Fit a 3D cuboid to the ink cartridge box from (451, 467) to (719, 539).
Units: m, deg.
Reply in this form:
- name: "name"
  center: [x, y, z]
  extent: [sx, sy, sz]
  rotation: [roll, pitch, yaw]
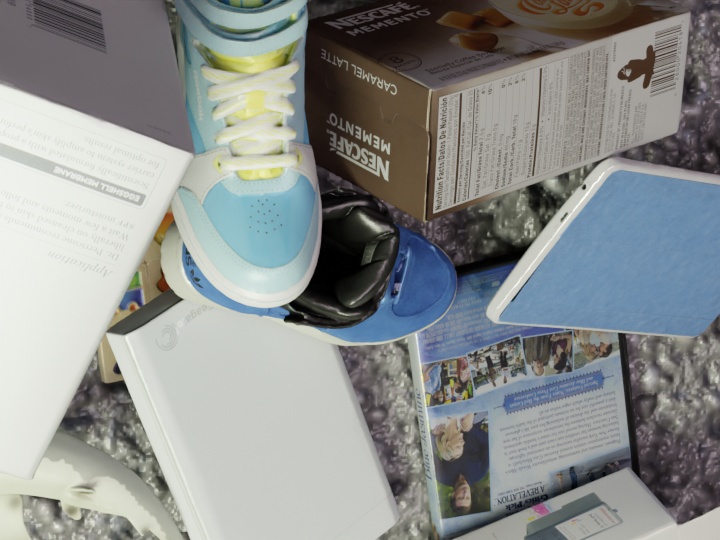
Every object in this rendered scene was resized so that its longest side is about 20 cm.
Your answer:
- name: "ink cartridge box"
  center: [0.136, 0.202, 1.408]
  extent: [0.200, 0.067, 0.117]
  rotation: [-20, 126, -15]

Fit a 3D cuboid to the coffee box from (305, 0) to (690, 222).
- name: "coffee box"
  center: [0.073, -0.106, 1.262]
  extent: [0.200, 0.114, 0.080]
  rotation: [-19, 125, -36]

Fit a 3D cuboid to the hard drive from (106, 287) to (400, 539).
- name: "hard drive"
  center: [-0.058, 0.092, 1.313]
  extent: [0.132, 0.026, 0.200]
  rotation: [-34, 115, -34]

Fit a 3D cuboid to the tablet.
- name: "tablet"
  center: [0.176, -0.011, 1.358]
  extent: [0.200, 0.014, 0.130]
  rotation: [5, 131, -44]

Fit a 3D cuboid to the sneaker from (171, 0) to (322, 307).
- name: "sneaker"
  center: [-0.058, -0.091, 1.139]
  extent: [0.079, 0.131, 0.200]
  rotation: [-6, 67, -9]

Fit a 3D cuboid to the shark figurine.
- name: "shark figurine"
  center: [-0.167, 0.107, 1.275]
  extent: [0.214, 0.090, 0.128]
  rotation: [19, 129, -18]

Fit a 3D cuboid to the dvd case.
- name: "dvd case"
  center: [0.103, 0.086, 1.411]
  extent: [0.143, 0.018, 0.200]
  rotation: [-14, 107, -20]

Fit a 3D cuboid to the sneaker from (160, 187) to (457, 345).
- name: "sneaker"
  center: [0.000, 0.001, 1.261]
  extent: [0.200, 0.111, 0.077]
  rotation: [13, 82, -39]

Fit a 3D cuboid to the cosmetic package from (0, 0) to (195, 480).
- name: "cosmetic package"
  center: [-0.182, -0.042, 1.126]
  extent: [0.123, 0.199, 0.200]
  rotation: [20, 116, -21]

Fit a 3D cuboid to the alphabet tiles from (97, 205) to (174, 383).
- name: "alphabet tiles"
  center: [-0.126, -0.021, 1.296]
  extent: [0.200, 0.008, 0.167]
  rotation: [-11, 107, -19]
